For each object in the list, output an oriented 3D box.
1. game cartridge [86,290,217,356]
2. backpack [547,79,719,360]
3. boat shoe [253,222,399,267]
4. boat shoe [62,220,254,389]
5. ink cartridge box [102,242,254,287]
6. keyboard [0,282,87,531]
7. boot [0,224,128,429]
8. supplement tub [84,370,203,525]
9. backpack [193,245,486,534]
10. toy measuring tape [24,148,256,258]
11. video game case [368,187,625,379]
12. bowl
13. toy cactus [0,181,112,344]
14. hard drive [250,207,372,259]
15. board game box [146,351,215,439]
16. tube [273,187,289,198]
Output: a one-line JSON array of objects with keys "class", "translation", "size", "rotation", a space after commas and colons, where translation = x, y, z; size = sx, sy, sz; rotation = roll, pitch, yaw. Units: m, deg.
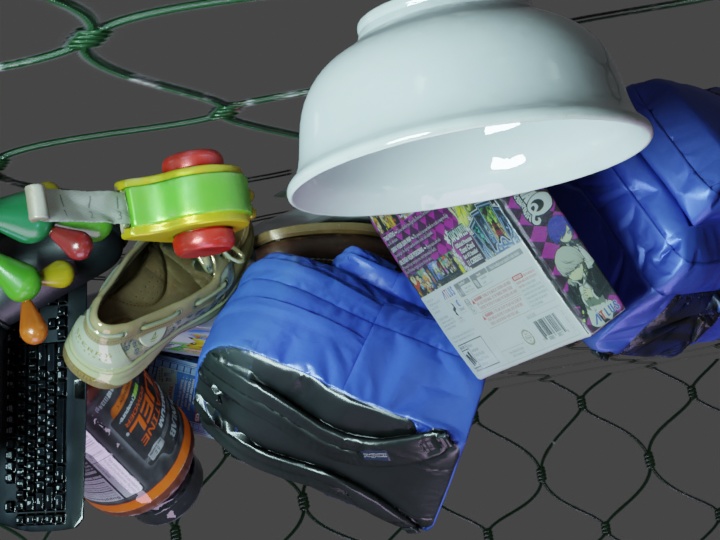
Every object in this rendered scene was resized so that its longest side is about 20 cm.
[{"class": "game cartridge", "translation": [-0.111, 0.043, 1.533], "size": [0.198, 0.041, 0.133], "rotation": [10, 163, -30]}, {"class": "backpack", "translation": [0.215, -0.035, 1.307], "size": [0.168, 0.163, 0.199], "rotation": [-41, 154, 29]}, {"class": "boat shoe", "translation": [0.000, 0.000, 1.502], "size": [0.199, 0.071, 0.070], "rotation": [1, 169, -43]}, {"class": "boat shoe", "translation": [-0.132, 0.005, 1.369], "size": [0.200, 0.073, 0.063], "rotation": [-52, 173, -43]}, {"class": "ink cartridge box", "translation": [-0.109, 0.024, 1.626], "size": [0.198, 0.058, 0.162], "rotation": [13, 167, -14]}, {"class": "keyboard", "translation": [-0.250, 0.089, 1.411], "size": [0.103, 0.202, 0.040], "rotation": [-7, 167, 26]}, {"class": "boot", "translation": [-0.252, 0.051, 1.364], "size": [0.198, 0.170, 0.076], "rotation": [-12, 153, 25]}, {"class": "supplement tub", "translation": [-0.200, 0.123, 1.525], "size": [0.106, 0.108, 0.200], "rotation": [-12, 141, 21]}, {"class": "backpack", "translation": [-0.013, 0.075, 1.403], "size": [0.198, 0.169, 0.163], "rotation": [18, 140, 3]}, {"class": "toy measuring tape", "translation": [-0.126, -0.045, 1.244], "size": [0.073, 0.074, 0.199], "rotation": [-15, 170, 32]}, {"class": "video game case", "translation": [0.070, -0.025, 1.233], "size": [0.036, 0.182, 0.200], "rotation": [-34, 179, -19]}, {"class": "bowl", "translation": [0.052, -0.096, 1.032], "size": [0.199, 0.091, 0.201], "rotation": [-9, 171, -1]}, {"class": "toy cactus", "translation": [-0.262, -0.018, 1.246], "size": [0.198, 0.103, 0.165], "rotation": [-1, 161, -1]}, {"class": "hard drive", "translation": [0.001, -0.041, 1.555], "size": [0.131, 0.027, 0.199], "rotation": [-2, 169, -40]}, {"class": "board game box", "translation": [-0.101, 0.102, 1.659], "size": [0.198, 0.062, 0.200], "rotation": [17, -169, 25]}, {"class": "tube", "translation": [0.042, -0.063, 1.406], "size": [0.198, 0.052, 0.058], "rotation": [-1, 127, -29]}]
